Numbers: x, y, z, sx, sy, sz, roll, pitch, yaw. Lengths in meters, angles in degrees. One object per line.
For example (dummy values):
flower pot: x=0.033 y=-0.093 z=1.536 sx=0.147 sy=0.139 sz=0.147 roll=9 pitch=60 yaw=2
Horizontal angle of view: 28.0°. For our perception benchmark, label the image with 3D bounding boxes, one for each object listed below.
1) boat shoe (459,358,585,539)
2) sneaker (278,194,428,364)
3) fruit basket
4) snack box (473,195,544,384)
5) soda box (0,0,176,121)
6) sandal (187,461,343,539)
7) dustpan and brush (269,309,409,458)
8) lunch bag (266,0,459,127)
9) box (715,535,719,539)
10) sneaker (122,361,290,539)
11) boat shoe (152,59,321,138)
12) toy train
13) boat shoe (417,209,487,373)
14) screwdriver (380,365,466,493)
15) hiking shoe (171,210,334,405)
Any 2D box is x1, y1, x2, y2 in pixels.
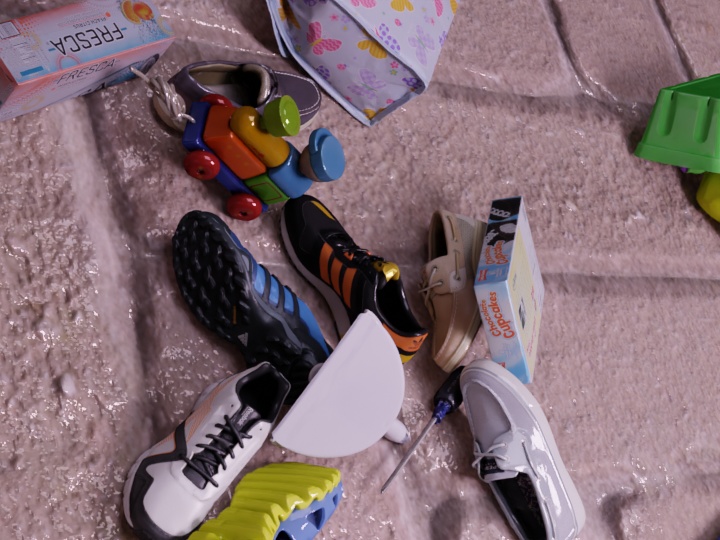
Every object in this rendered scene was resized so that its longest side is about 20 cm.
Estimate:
boat shoe: x=0.147 y=0.183 z=1.386 sx=0.072 sy=0.070 sz=0.201 roll=-33 pitch=96 yaw=-46
sneaker: x=0.000 y=0.000 z=1.385 sx=0.070 sy=0.090 sz=0.200 roll=-17 pitch=74 yaw=-45
fruit basket: x=0.467 y=-0.142 z=1.875 sx=0.216 sy=0.155 sz=0.216 roll=-22 pitch=120 yaw=-45
snack box: x=0.153 y=0.018 z=1.465 sx=0.200 sy=0.037 sz=0.116 roll=-69 pitch=146 yaw=-61
soda box: x=-0.267 y=-0.198 z=1.315 sx=0.200 sy=0.068 sz=0.064 roll=-28 pitch=82 yaw=-47
sandal: x=-0.076 y=0.223 z=1.190 sx=0.200 sy=0.079 sz=0.087 roll=-35 pitch=123 yaw=-55
dustpan and brush: x=0.003 y=0.122 z=1.286 sx=0.057 sy=0.140 sz=0.200 roll=32 pitch=-6 yaw=46
lunch bag: x=-0.010 y=-0.287 z=1.557 sx=0.200 sy=0.127 sz=0.170 roll=41 pitch=44 yaw=-24
box: x=0.420 y=0.326 z=1.519 sx=0.121 sy=0.032 sz=0.200 roll=33 pitch=38 yaw=24
sneaker: x=-0.125 y=0.145 z=1.187 sx=0.074 sy=0.080 sz=0.200 roll=42 pitch=44 yaw=-11
boat shoe: x=-0.110 y=-0.175 z=1.434 sx=0.200 sy=0.065 sz=0.072 roll=-4 pitch=65 yaw=-42
toy train: x=-0.108 y=-0.134 z=1.324 sx=0.200 sy=0.116 sz=0.085 roll=46 pitch=42 yaw=-43
boat shoe: x=0.088 y=0.017 z=1.468 sx=0.065 sy=0.072 sz=0.200 roll=23 pitch=47 yaw=-13
screwdriver: x=0.067 y=0.154 z=1.377 sx=0.029 sy=0.028 sz=0.200 roll=37 pitch=41 yaw=-2
hiking shoe: x=-0.098 y=0.031 z=1.309 sx=0.200 sy=0.074 sz=0.087 roll=57 pitch=23 yaw=3
